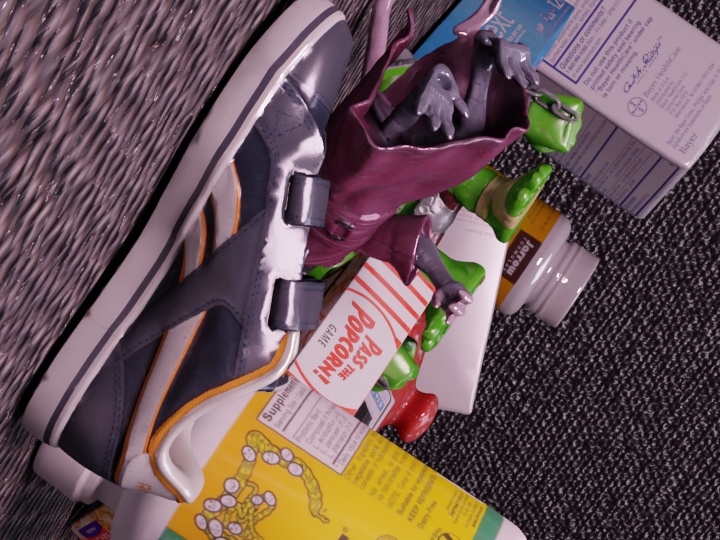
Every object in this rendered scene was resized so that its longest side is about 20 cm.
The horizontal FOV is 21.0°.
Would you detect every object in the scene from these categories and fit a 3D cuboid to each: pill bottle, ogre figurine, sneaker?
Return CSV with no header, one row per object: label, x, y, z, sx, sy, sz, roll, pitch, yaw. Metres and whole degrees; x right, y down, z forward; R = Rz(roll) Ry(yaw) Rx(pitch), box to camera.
pill bottle,0.119,-0.033,1.815,0.109,0.200,0.109,-56,177,-5
ogre figurine,0.030,-0.038,1.137,0.200,0.120,0.098,-60,171,29
sneaker,-0.044,-0.005,0.741,0.200,0.079,0.078,-58,176,7
pill bottle,-0.037,0.108,0.852,0.113,0.200,0.113,-56,177,-4

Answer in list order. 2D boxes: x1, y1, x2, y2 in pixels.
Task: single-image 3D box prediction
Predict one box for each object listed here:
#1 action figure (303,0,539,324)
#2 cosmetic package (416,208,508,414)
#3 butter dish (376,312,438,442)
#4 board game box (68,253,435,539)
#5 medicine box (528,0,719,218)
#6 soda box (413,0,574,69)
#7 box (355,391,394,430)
action figure,-0.011,-0.046,0.954,0.200,0.134,0.149,-43,-130,43
cosmetic package,0.060,0.012,1.628,0.081,0.113,0.200,-42,147,-87
butter dish,-0.007,0.078,1.506,0.200,0.148,0.200,-57,176,7
board game box,-0.062,0.078,1.080,0.200,0.046,0.152,-33,-164,48
medicine box,0.195,-0.155,1.593,0.103,0.200,0.182,-53,176,-11
soda box,0.076,-0.136,1.313,0.064,0.068,0.200,-58,177,37
box,-0.071,0.120,1.238,0.116,0.060,0.200,-11,-156,31
